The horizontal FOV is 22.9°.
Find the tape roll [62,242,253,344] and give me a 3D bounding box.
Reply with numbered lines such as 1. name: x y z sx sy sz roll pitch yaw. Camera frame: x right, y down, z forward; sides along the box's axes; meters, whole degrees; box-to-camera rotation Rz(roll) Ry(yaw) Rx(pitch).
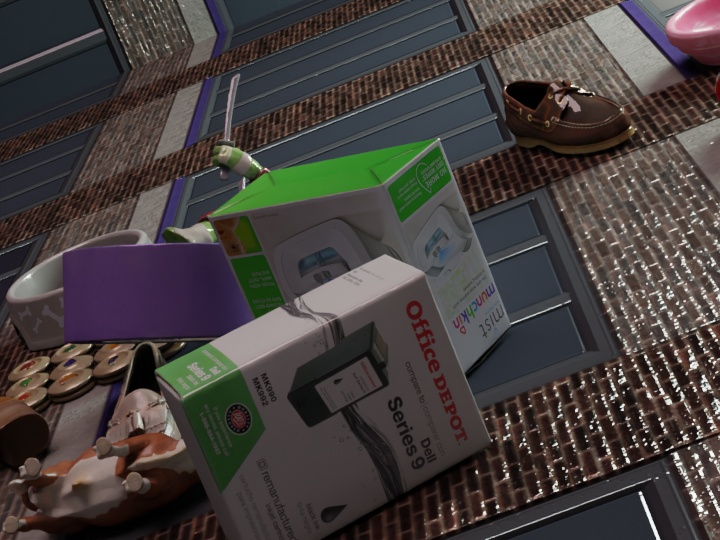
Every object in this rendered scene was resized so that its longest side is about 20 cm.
1. tape roll: -0.177 0.023 1.652 0.197 0.086 0.200 -3 -3 0

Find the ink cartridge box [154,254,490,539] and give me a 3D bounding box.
1. ink cartridge box: -0.025 0.099 1.277 0.199 0.147 0.084 -27 17 -14

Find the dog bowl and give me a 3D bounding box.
1. dog bowl: -0.314 0.017 2.030 0.198 0.059 0.200 -20 17 6

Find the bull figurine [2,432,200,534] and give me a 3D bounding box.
1. bull figurine: -0.189 0.162 1.405 0.198 0.066 0.121 -25 -16 18

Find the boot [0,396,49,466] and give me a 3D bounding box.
1. boot: -0.400 0.173 1.659 0.198 0.075 0.154 -19 14 -31

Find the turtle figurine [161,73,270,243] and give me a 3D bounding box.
1. turtle figurine: -0.142 -0.062 1.917 0.194 0.200 0.144 -39 -11 -33

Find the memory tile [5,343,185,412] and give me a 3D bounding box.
1. memory tile: -0.274 0.091 1.831 0.198 0.017 0.153 -23 17 -1

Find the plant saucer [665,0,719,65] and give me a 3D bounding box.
1. plant saucer: 0.441 -0.281 1.981 0.198 0.051 0.201 -20 17 6

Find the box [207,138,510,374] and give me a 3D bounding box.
1. box: 0.000 0.000 1.486 0.198 0.178 0.097 -7 22 40

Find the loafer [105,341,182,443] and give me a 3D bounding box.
1. loafer: -0.192 0.124 1.550 0.071 0.063 0.200 -20 17 5

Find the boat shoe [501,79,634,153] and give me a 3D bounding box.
1. boat shoe: 0.214 -0.168 1.900 0.070 0.071 0.199 -29 20 -25

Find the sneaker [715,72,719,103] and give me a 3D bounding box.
1. sneaker: 0.411 -0.174 1.676 0.107 0.068 0.201 -27 14 -10
